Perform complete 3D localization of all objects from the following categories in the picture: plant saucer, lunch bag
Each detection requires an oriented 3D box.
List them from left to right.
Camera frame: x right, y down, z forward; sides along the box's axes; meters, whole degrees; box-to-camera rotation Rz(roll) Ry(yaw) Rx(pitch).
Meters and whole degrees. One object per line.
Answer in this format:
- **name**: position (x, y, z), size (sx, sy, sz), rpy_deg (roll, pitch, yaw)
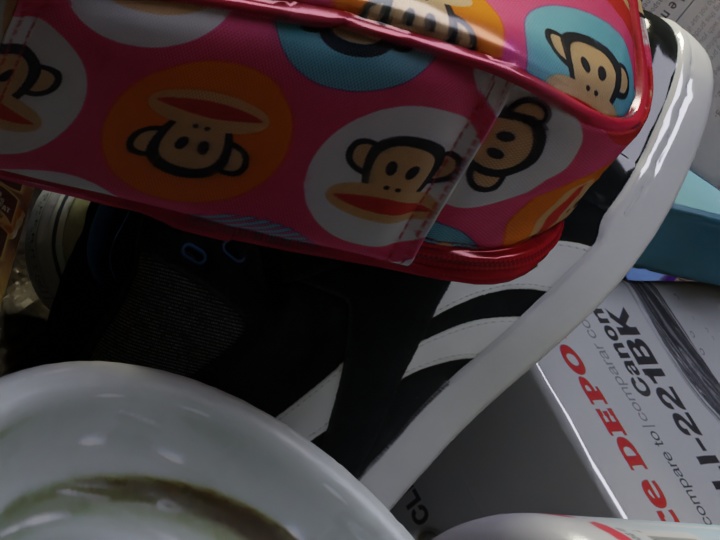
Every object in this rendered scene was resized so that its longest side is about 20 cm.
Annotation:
- **plant saucer**: position (-0.042, 0.118, 0.673), size (0.200, 0.050, 0.200), rpy_deg (30, 39, -27)
- **lunch bag**: position (-0.033, -0.094, 0.702), size (0.200, 0.082, 0.176), rpy_deg (14, 45, -20)

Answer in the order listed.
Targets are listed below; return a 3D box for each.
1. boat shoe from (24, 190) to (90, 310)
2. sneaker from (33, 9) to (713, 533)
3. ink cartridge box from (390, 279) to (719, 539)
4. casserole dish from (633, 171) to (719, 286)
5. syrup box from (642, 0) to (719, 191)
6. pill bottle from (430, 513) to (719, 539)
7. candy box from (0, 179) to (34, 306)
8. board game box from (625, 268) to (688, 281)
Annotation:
- **boat shoe**: position (0.000, 0.000, 0.854), size (0.200, 0.072, 0.062), rpy_deg (-1, 5, -35)
- **sneaker**: position (-0.003, -0.012, 0.758), size (0.112, 0.200, 0.073), rpy_deg (42, -4, -24)
- **ink cartridge box**: position (0.099, 0.082, 0.883), size (0.200, 0.084, 0.144), rpy_deg (1, 53, -52)
- **casserole dish**: position (0.078, -0.044, 0.903), size (0.200, 0.039, 0.121), rpy_deg (13, 36, -43)
- **syrup box**: position (0.078, -0.104, 0.866), size (0.200, 0.081, 0.079), rpy_deg (33, 29, -7)
- **pill bottle**: position (0.097, 0.116, 0.691), size (0.200, 0.109, 0.109), rpy_deg (8, 43, -43)
- **candy box**: position (-0.143, -0.055, 0.789), size (0.115, 0.055, 0.200), rpy_deg (32, 30, -17)
- **board game box**: position (0.160, -0.093, 1.089), size (0.045, 0.200, 0.135), rpy_deg (19, 36, -39)
